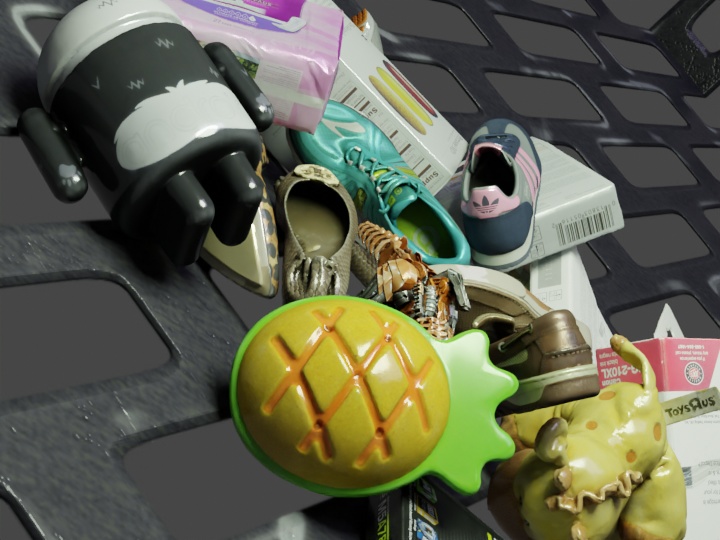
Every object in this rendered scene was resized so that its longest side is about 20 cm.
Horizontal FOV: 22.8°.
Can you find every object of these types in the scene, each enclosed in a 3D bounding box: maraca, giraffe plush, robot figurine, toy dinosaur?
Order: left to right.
[{"bbox_3d":[-0.148,-0.103,1.271,0.201,0.125,0.150,55,19,19],"label":"robot figurine"},{"bbox_3d":[0.010,0.087,1.205,0.198,0.107,0.139,8,74,-9],"label":"maraca"},{"bbox_3d":[0.028,0.039,1.340,0.102,0.136,0.200,40,22,-15],"label":"toy dinosaur"},{"bbox_3d":[0.165,0.162,1.347,0.173,0.200,0.162,52,38,6],"label":"giraffe plush"}]

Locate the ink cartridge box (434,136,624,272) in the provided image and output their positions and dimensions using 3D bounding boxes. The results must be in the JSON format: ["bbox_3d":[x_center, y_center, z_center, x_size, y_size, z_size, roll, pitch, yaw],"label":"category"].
[{"bbox_3d":[0.130,-0.059,1.659,0.200,0.159,0.048,-136,-153,-66],"label":"ink cartridge box"}]

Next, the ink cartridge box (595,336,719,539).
[{"bbox_3d":[0.284,0.162,1.522,0.144,0.084,0.202,3,79,-38],"label":"ink cartridge box"}]

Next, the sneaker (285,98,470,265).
[{"bbox_3d":[0.022,-0.071,1.497,0.200,0.078,0.080,44,-9,-4],"label":"sneaker"}]

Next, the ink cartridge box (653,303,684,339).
[{"bbox_3d":[0.286,0.144,1.655,0.202,0.067,0.116,68,19,-8],"label":"ink cartridge box"}]

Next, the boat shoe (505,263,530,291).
[{"bbox_3d":[0.112,0.021,1.625,0.063,0.073,0.201,49,28,-7],"label":"boat shoe"}]

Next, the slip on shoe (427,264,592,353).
[{"bbox_3d":[0.112,0.052,1.435,0.199,0.076,0.061,28,56,-40],"label":"slip on shoe"}]

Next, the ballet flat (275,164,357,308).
[{"bbox_3d":[-0.034,-0.031,1.355,0.067,0.047,0.201,8,33,-3],"label":"ballet flat"}]

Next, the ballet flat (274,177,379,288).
[{"bbox_3d":[0.000,0.000,1.473,0.200,0.046,0.067,42,10,-6],"label":"ballet flat"}]

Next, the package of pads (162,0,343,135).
[{"bbox_3d":[-0.116,-0.188,1.452,0.198,0.076,0.121,15,33,-7],"label":"package of pads"}]

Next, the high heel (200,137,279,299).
[{"bbox_3d":[-0.080,-0.048,1.384,0.142,0.071,0.201,24,31,-56],"label":"high heel"}]

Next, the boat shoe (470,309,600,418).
[{"bbox_3d":[0.104,0.068,1.303,0.074,0.202,0.076,-10,84,-32],"label":"boat shoe"}]

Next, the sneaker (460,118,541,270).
[{"bbox_3d":[0.121,-0.090,1.555,0.201,0.069,0.083,-88,166,-53],"label":"sneaker"}]

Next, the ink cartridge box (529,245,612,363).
[{"bbox_3d":[0.195,0.102,1.607,0.201,0.044,0.177,-84,155,-42],"label":"ink cartridge box"}]

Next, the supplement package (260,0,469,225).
[{"bbox_3d":[-0.014,-0.134,1.597,0.200,0.109,0.114,45,21,-6],"label":"supplement package"}]

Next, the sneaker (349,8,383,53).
[{"bbox_3d":[0.004,-0.180,1.784,0.092,0.075,0.201,44,28,-29],"label":"sneaker"}]

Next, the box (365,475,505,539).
[{"bbox_3d":[0.083,0.247,1.204,0.193,0.048,0.200,39,23,-17],"label":"box"}]
